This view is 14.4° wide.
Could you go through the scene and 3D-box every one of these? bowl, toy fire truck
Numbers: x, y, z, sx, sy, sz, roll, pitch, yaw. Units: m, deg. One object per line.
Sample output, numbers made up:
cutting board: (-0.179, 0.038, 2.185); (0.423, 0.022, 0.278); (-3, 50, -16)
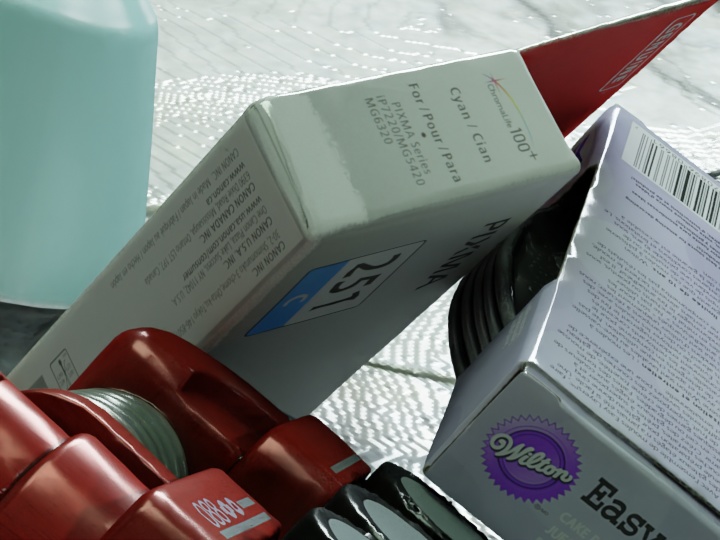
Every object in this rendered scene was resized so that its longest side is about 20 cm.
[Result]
bowl: (-0.148, -0.078, 0.959); (0.201, 0.105, 0.201); (23, 14, -6)
toy fire truck: (-0.083, 0.059, 0.678); (0.200, 0.129, 0.176); (43, 7, 6)

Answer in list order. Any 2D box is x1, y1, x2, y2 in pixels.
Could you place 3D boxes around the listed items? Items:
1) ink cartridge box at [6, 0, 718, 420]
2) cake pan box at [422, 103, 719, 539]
ink cartridge box: (0.000, 0.000, 0.827); (0.176, 0.200, 0.045); (-16, 73, -37)
cake pan box: (0.116, 0.055, 0.804); (0.200, 0.052, 0.184); (38, 25, -8)
